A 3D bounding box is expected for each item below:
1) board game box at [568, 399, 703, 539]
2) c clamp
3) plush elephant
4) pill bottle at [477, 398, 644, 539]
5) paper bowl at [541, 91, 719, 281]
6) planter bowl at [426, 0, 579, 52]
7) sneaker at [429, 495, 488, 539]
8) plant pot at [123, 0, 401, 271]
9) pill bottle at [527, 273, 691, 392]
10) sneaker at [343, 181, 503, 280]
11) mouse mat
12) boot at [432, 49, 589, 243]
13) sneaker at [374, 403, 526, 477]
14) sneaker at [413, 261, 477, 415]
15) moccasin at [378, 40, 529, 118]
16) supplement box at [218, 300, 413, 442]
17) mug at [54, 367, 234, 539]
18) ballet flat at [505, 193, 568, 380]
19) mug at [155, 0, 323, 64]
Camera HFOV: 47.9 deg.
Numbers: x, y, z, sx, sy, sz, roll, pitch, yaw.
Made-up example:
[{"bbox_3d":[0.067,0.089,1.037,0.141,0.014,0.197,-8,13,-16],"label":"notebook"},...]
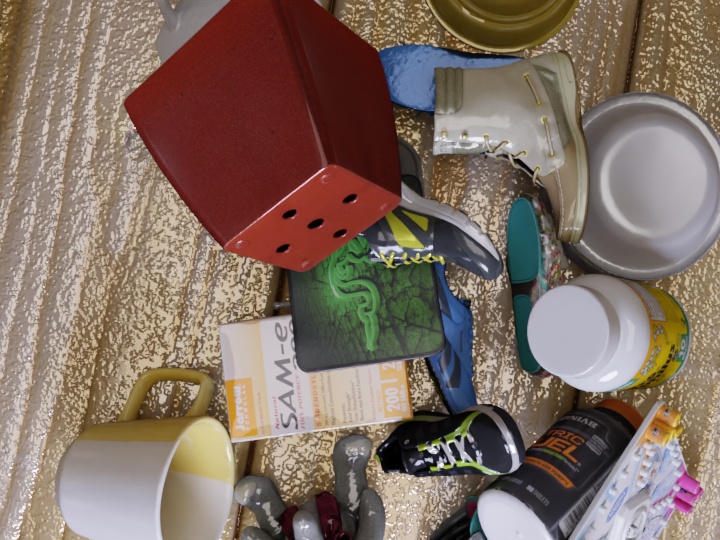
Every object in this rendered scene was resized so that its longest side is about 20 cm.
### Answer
[{"bbox_3d":[0.277,0.260,0.818,0.026,0.201,0.201,25,70,42],"label":"board game box"},{"bbox_3d":[-0.009,-0.057,0.889,0.166,0.027,0.205,0,72,8],"label":"c clamp"},{"bbox_3d":[-0.046,0.293,0.833,0.161,0.155,0.205,-13,87,-1],"label":"plush elephant"},{"bbox_3d":[0.220,0.215,0.839,0.198,0.106,0.107,-32,89,-32],"label":"pill bottle"},{"bbox_3d":[0.303,-0.091,0.880,0.195,0.104,0.206,0,88,1],"label":"paper bowl"},{"bbox_3d":[0.165,-0.355,0.898,0.195,0.083,0.206,0,87,-1],"label":"planter bowl"},{"bbox_3d":[0.153,0.303,0.876,0.195,0.084,0.124,-15,97,0],"label":"sneaker"},{"bbox_3d":[-0.071,-0.116,0.773,0.198,0.199,0.179,-33,66,22],"label":"plant pot"},{"bbox_3d":[0.250,0.064,0.815,0.111,0.198,0.116,-6,81,39],"label":"pill bottle"},{"bbox_3d":[0.052,-0.032,0.833,0.198,0.075,0.086,30,82,20],"label":"sneaker"},{"bbox_3d":[0.000,0.000,0.859,0.157,0.008,0.205,-8,72,0],"label":"mouse mat"},{"bbox_3d":[0.149,-0.120,0.823,0.151,0.072,0.205,-5,75,2],"label":"boot"},{"bbox_3d":[0.084,0.188,0.823,0.082,0.199,0.073,-26,92,-33],"label":"sneaker"},{"bbox_3d":[0.102,0.080,0.890,0.077,0.066,0.204,-21,88,-5],"label":"sneaker"},{"bbox_3d":[0.104,-0.203,0.901,0.195,0.068,0.083,9,96,0],"label":"moccasin"},{"bbox_3d":[-0.047,0.108,0.882,0.195,0.074,0.129,-8,87,-1],"label":"supplement box"},{"bbox_3d":[-0.224,0.213,0.855,0.150,0.187,0.153,1,117,20],"label":"mug"},{"bbox_3d":[0.202,0.017,0.900,0.063,0.075,0.205,-4,93,-29],"label":"ballet flat"},{"bbox_3d":[-0.130,-0.260,0.839,0.173,0.201,0.149,-29,54,6],"label":"mug"}]
